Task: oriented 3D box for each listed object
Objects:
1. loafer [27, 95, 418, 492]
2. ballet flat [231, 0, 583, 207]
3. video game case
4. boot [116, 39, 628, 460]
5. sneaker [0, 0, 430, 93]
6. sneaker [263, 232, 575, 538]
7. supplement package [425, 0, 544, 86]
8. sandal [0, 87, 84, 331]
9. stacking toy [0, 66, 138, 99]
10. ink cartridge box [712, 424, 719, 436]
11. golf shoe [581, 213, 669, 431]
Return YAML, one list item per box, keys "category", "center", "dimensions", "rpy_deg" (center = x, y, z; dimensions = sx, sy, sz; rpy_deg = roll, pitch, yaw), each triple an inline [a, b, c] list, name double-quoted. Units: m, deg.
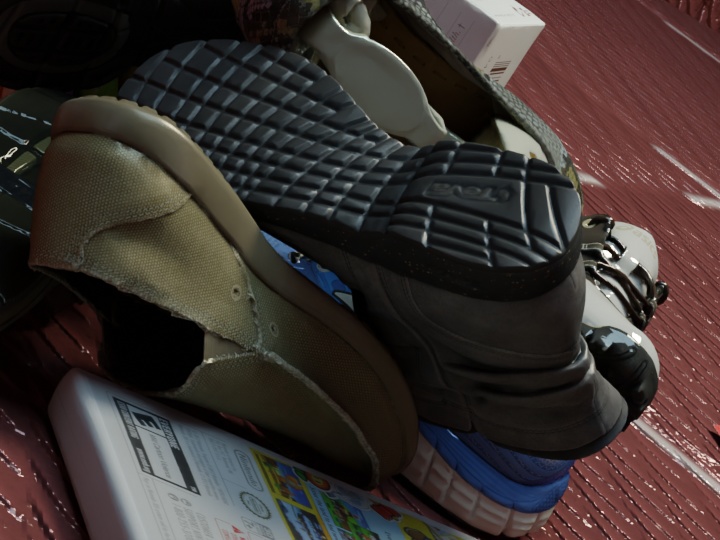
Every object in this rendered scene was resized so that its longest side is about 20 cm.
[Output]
- category: "loafer"
  center: [-0.053, 0.023, 0.888]
  dimensions: [0.076, 0.068, 0.200]
  rpy_deg: [5, -34, 48]
- category: "ballet flat"
  center: [0.026, -0.053, 0.975]
  dimensions: [0.200, 0.072, 0.072]
  rpy_deg: [41, 8, -34]
- category: "video game case"
  center: [-0.004, 0.117, 0.809]
  dimensions: [0.182, 0.023, 0.200]
  rpy_deg: [25, 16, -27]
- category: "boot"
  center: [0.000, 0.000, 0.926]
  dimensions: [0.200, 0.070, 0.132]
  rpy_deg: [27, -29, 29]
- category: "sneaker"
  center: [-0.066, -0.118, 1.004]
  dimensions: [0.199, 0.076, 0.091]
  rpy_deg: [6, 44, -26]
- category: "sneaker"
  center: [0.009, 0.018, 1.017]
  dimensions: [0.200, 0.089, 0.079]
  rpy_deg: [33, 14, 0]
- category: "supplement package"
  center: [-0.016, -0.149, 1.442]
  dimensions: [0.200, 0.117, 0.117]
  rpy_deg: [35, 15, 10]
- category: "sandal"
  center: [-0.126, -0.014, 0.920]
  dimensions: [0.080, 0.057, 0.201]
  rpy_deg: [37, 31, 12]
- category: "stacking toy"
  center: [-0.122, -0.070, 1.040]
  dimensions: [0.200, 0.110, 0.116]
  rpy_deg: [6, 31, -37]
- category: "ink cartridge box"
  center: [0.280, 0.138, 1.283]
  dimensions: [0.161, 0.050, 0.200]
  rpy_deg: [27, 18, -21]
- category: "golf shoe"
  center: [0.095, 0.010, 1.100]
  dimensions: [0.078, 0.094, 0.200]
  rpy_deg: [52, -8, -16]
